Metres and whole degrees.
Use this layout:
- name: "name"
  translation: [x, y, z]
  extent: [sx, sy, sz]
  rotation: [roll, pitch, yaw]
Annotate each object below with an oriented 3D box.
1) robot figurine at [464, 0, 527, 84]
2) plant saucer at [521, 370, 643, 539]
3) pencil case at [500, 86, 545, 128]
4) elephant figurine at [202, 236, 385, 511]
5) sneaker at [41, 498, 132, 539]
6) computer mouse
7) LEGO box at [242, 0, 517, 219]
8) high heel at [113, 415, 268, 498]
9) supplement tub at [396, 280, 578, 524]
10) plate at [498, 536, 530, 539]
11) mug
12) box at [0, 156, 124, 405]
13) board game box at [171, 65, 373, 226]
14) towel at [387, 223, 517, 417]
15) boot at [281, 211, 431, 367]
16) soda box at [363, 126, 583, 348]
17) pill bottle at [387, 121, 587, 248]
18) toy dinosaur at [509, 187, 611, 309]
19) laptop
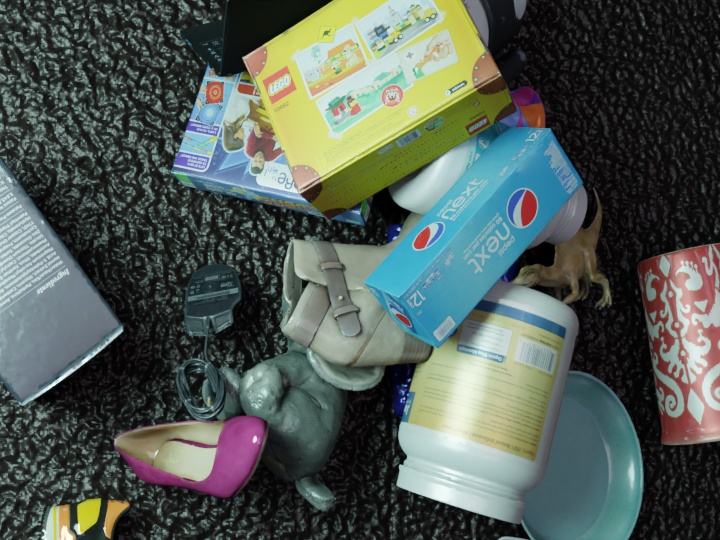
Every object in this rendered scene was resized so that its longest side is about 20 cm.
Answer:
- name: "robot figurine"
  translation: [0.098, -0.266, 0.935]
  extent: [0.200, 0.148, 0.127]
  rotation: [-48, 144, -45]
- name: "plant saucer"
  translation: [0.222, 0.211, 0.961]
  extent: [0.196, 0.036, 0.205]
  rotation: [8, 75, -31]
- name: "pencil case"
  translation: [0.098, -0.151, 0.959]
  extent: [0.195, 0.088, 0.091]
  rotation: [-4, 85, -18]
- name: "elephant figurine"
  translation: [-0.043, 0.089, 0.870]
  extent: [0.200, 0.140, 0.157]
  rotation: [-43, 126, -33]
- name: "sneaker"
  translation: [-0.230, 0.307, 0.805]
  extent: [0.088, 0.070, 0.205]
  rotation: [-8, 84, -15]
- name: "computer mouse"
  translation: [-0.136, 0.065, 0.826]
  extent: [0.057, 0.202, 0.035]
  rotation: [-8, 129, 2]
- name: "LEGO box"
  translation: [0.015, -0.164, 0.793]
  extent: [0.197, 0.077, 0.151]
  rotation: [-28, 68, 11]
- name: "high heel"
  translation: [-0.151, 0.155, 0.783]
  extent: [0.095, 0.200, 0.069]
  rotation: [27, 54, -18]
- name: "supplement tub"
  translation: [0.117, 0.121, 0.852]
  extent: [0.142, 0.144, 0.204]
  rotation: [19, 79, -14]
- name: "plate"
  translation: [0.213, 0.396, 0.957]
  extent: [0.196, 0.032, 0.204]
  rotation: [12, 81, -16]
- name: "mug"
  translation: [0.387, 0.083, 1.021]
  extent: [0.131, 0.177, 0.205]
  rotation: [-13, 82, 18]
- name: "box"
  translation: [-0.304, 0.006, 0.777]
  extent: [0.104, 0.148, 0.202]
  rotation: [-37, 94, -18]
- name: "board game box"
  translation: [-0.072, -0.132, 0.877]
  extent: [0.196, 0.035, 0.138]
  rotation: [14, 76, 14]
- name: "towel"
  translation: [0.098, 0.050, 0.956]
  extent: [0.144, 0.050, 0.205]
  rotation: [0, 83, -12]
- name: "boot"
  translation: [0.000, 0.000, 0.848]
  extent: [0.143, 0.071, 0.203]
  rotation: [16, 49, -15]
- name: "soda box"
  translation: [0.099, -0.033, 0.782]
  extent: [0.200, 0.068, 0.064]
  rotation: [-46, 116, -12]
- name: "pill bottle"
  translation: [0.131, -0.088, 0.890]
  extent: [0.197, 0.110, 0.113]
  rotation: [19, 78, -29]
- name: "toy dinosaur"
  translation: [0.241, -0.010, 0.985]
  extent: [0.199, 0.058, 0.103]
  rotation: [-38, 116, -37]
- name: "laptop"
  translation: [-0.070, -0.259, 0.848]
  extent: [0.174, 0.200, 0.105]
  rotation: [-20, 129, -18]
